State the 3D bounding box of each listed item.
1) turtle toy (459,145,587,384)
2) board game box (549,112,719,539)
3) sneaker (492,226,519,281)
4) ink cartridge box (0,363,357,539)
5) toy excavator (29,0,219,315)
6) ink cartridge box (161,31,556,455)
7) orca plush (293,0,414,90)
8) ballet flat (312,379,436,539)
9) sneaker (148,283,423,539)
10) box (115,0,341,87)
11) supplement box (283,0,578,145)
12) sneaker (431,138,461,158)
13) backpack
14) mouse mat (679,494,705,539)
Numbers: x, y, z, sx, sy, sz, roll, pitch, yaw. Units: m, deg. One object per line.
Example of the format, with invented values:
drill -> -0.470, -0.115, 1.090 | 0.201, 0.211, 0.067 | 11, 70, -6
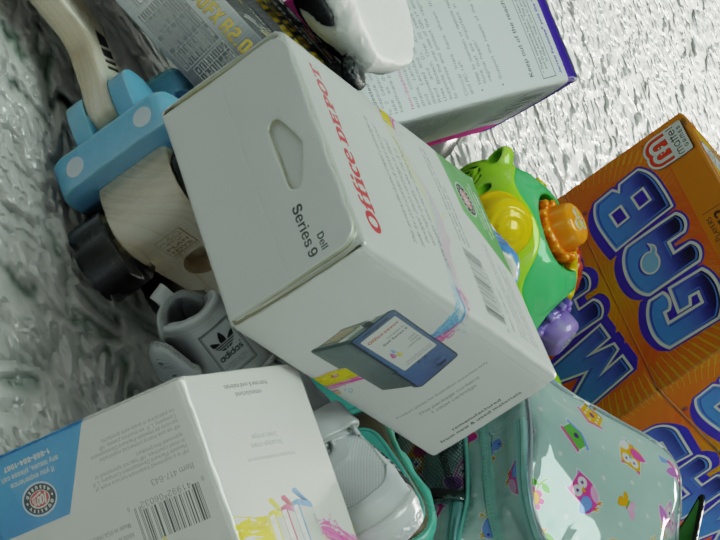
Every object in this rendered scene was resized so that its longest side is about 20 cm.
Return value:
turtle toy -> 0.088, 0.020, 1.880 | 0.146, 0.100, 0.201 | -149, -118, -64
board game box -> 0.218, 0.062, 2.014 | 0.200, 0.199, 0.200 | 43, 18, -41
sneaker -> 0.000, 0.000, 1.709 | 0.077, 0.199, 0.076 | -152, -127, -62
ink cartridge box -> -0.077, 0.163, 1.446 | 0.125, 0.128, 0.201 | -5, 73, -65
toy excavator -> -0.132, -0.087, 1.627 | 0.194, 0.100, 0.201 | 34, 26, -51
ink cartridge box -> 0.000, -0.012, 1.530 | 0.200, 0.087, 0.146 | 37, 26, -51
orca plush -> -0.032, -0.157, 1.695 | 0.200, 0.071, 0.106 | 0, 92, -70
ballet flat -> -0.008, 0.105, 1.718 | 0.071, 0.067, 0.201 | 93, -20, -45
sneaker -> -0.048, 0.076, 1.541 | 0.200, 0.075, 0.115 | 32, -27, 53
box -> -0.100, -0.164, 1.685 | 0.200, 0.048, 0.158 | 47, 10, 2
supplement box -> 0.025, -0.132, 1.881 | 0.199, 0.101, 0.104 | -19, 84, -44
sneaker -> 0.010, -0.152, 1.981 | 0.201, 0.074, 0.106 | 60, 25, -17
backpack -> 0.099, 0.172, 1.773 | 0.175, 0.153, 0.201 | 31, 55, -33
mouse mat -> 0.161, 0.248, 1.810 | 0.007, 0.201, 0.161 | 23, 38, -2
